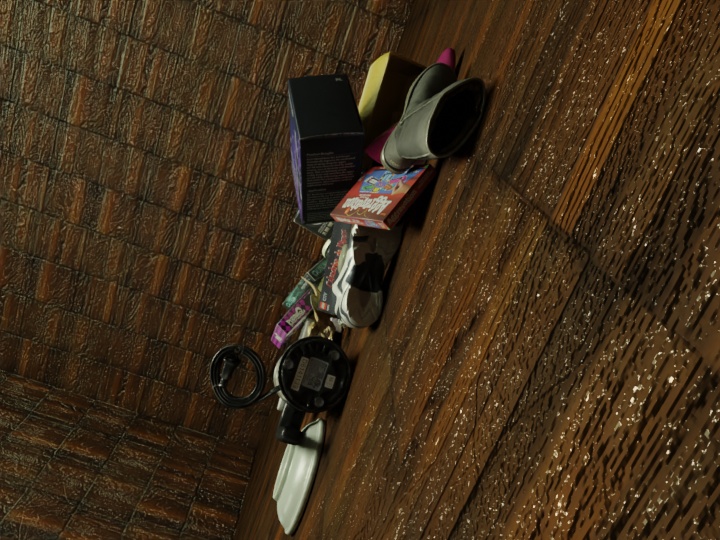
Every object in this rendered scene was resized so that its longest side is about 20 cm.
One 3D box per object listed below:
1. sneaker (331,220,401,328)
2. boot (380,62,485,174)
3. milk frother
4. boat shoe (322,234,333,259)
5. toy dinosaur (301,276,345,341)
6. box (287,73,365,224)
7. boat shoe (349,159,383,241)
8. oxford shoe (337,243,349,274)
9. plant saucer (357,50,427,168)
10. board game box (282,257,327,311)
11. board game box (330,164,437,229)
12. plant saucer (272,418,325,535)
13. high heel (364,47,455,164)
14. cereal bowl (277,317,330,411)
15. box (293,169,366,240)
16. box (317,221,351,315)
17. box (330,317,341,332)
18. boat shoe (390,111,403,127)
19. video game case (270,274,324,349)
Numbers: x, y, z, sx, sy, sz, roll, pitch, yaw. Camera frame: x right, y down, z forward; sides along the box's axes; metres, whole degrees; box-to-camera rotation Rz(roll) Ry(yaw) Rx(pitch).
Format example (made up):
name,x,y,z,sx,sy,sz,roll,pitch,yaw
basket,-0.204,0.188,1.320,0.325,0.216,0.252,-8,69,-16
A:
name,x,y,z,sx,sy,sz,roll,pitch,yaw
sneaker,0.001,-0.002,0.937,0.129,0.078,0.202,146,134,-66
boot,0.097,-0.203,0.731,0.184,0.072,0.200,-66,7,-7
milk frother,-0.137,0.177,1.002,0.181,0.199,0.188,-53,1,-16
boat shoe,0.000,-0.085,1.242,0.200,0.074,0.066,-47,51,12
toy dinosaur,-0.073,0.082,1.179,0.058,0.102,0.201,-28,31,11
box,-0.060,-0.200,0.999,0.201,0.103,0.149,94,165,-52
boat shoe,0.044,-0.121,0.986,0.072,0.067,0.202,25,94,65
oxford shoe,0.000,0.000,1.082,0.200,0.057,0.076,65,-143,-78
plant saucer,0.047,-0.292,1.099,0.199,0.048,0.203,-17,-53,-62
board game box,-0.086,0.002,1.359,0.200,0.028,0.135,-44,-4,-47
board game box,0.026,-0.110,0.869,0.103,0.019,0.200,-52,23,-9
plant saucer,-0.116,0.357,1.055,0.200,0.050,0.203,-160,89,-84
high heel,0.080,-0.256,0.914,0.067,0.095,0.203,-173,102,-83
cereal bowl,-0.107,0.208,1.258,0.200,0.082,0.203,-161,90,-83
box,-0.045,-0.194,1.244,0.200,0.085,0.165,-51,16,38
box,-0.026,-0.029,1.156,0.137,0.037,0.203,-40,-36,-69
box,-0.043,0.057,1.352,0.200,0.036,0.146,-173,102,-82
boat shoe,0.054,-0.188,1.095,0.073,0.062,0.202,-95,25,-74
video game case,-0.123,0.086,1.332,0.181,0.036,0.200,-46,-2,-20
